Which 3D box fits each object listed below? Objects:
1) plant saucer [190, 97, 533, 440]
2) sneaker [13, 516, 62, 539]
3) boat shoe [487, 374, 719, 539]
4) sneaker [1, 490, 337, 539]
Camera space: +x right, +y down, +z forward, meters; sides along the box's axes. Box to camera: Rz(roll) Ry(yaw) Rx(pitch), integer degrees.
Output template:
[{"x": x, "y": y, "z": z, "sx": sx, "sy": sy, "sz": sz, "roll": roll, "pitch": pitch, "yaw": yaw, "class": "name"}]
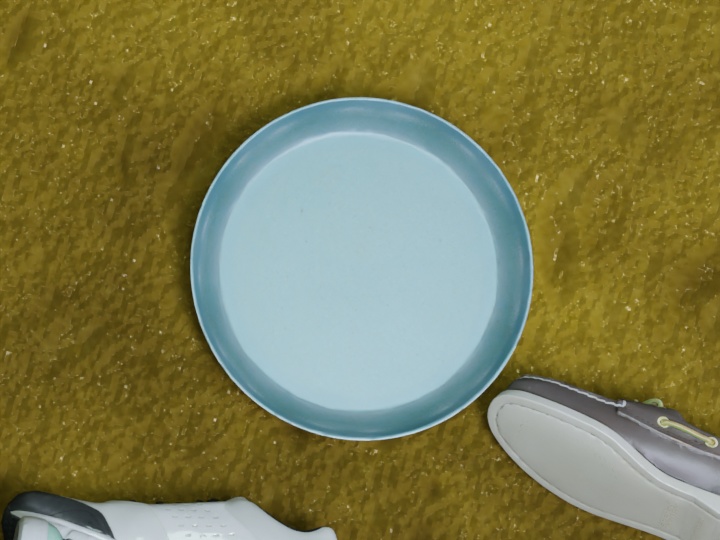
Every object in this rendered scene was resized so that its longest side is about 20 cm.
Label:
[{"x": 0.000, "y": 0.000, "z": 1.575, "sx": 0.200, "sy": 0.027, "sz": 0.200, "roll": 1, "pitch": 82, "yaw": -7, "class": "plant saucer"}, {"x": -0.128, "y": 0.221, "z": 1.491, "sx": 0.118, "sy": 0.074, "sz": 0.201, "roll": -10, "pitch": 106, "yaw": -4, "class": "sneaker"}, {"x": 0.171, "y": 0.111, "z": 1.562, "sx": 0.200, "sy": 0.072, "sz": 0.060, "roll": 26, "pitch": 52, "yaw": 7, "class": "boat shoe"}, {"x": -0.104, "y": 0.161, "z": 1.529, "sx": 0.200, "sy": 0.074, "sz": 0.080, "roll": 18, "pitch": 53, "yaw": 0, "class": "sneaker"}]
